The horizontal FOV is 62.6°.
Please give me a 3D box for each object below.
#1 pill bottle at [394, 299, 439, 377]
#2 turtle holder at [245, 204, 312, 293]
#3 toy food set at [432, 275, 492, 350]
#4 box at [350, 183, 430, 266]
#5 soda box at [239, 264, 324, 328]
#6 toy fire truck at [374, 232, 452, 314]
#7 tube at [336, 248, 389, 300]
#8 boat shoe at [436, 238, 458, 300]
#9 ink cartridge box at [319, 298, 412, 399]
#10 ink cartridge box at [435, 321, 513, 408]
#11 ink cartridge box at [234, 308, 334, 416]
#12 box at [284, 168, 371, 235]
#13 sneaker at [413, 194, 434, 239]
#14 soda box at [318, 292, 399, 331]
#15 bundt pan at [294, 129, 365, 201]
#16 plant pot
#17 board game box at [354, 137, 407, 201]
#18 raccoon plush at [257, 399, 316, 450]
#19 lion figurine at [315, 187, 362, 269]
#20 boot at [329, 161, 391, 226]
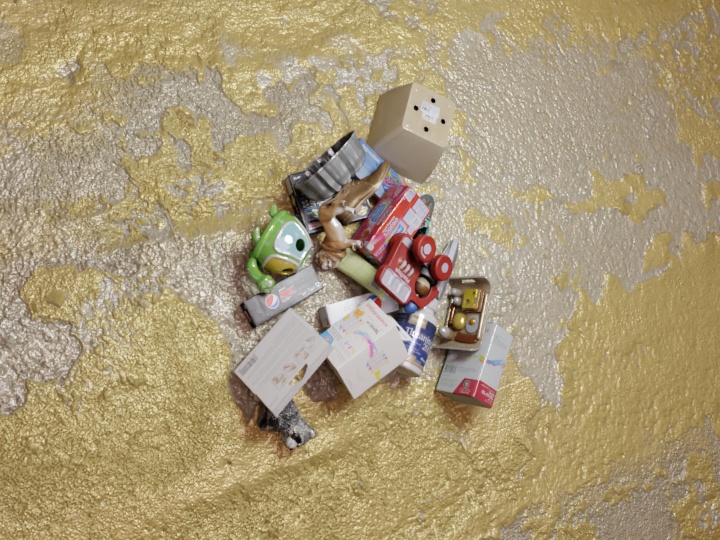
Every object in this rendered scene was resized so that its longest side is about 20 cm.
[{"bbox_3d":[0.137,0.164,1.540,0.109,0.111,0.204,26,72,-15],"label":"pill bottle"},{"bbox_3d":[-0.195,-0.051,1.413,0.130,0.142,0.186,31,38,-1],"label":"turtle holder"},{"bbox_3d":[0.266,0.113,1.577,0.060,0.142,0.204,24,73,-34],"label":"toy food set"},{"bbox_3d":[0.077,-0.115,1.542,0.100,0.095,0.201,42,79,-31],"label":"box"},{"bbox_3d":[-0.192,0.063,1.451,0.198,0.063,0.072,-30,92,-24],"label":"soda box"},{"bbox_3d":[0.129,0.011,1.470,0.200,0.111,0.170,43,70,-35],"label":"toy fire truck"},{"bbox_3d":[0.000,0.000,1.515,0.199,0.053,0.058,36,25,22],"label":"tube"},{"bbox_3d":[0.219,-0.012,1.627,0.064,0.074,0.202,16,53,17],"label":"boat shoe"},{"bbox_3d":[0.014,0.179,1.434,0.198,0.128,0.126,-36,132,-10],"label":"ink cartridge box"},{"bbox_3d":[0.303,0.245,1.568,0.082,0.145,0.203,32,71,-28],"label":"ink cartridge box"},{"bbox_3d":[-0.171,0.213,1.368,0.175,0.045,0.201,36,79,35],"label":"ink cartridge box"},{"bbox_3d":[-0.081,-0.191,1.548,0.197,0.046,0.162,-18,88,-24],"label":"box"},{"bbox_3d":[0.162,-0.121,1.607,0.077,0.091,0.203,36,69,-26],"label":"sneaker"},{"bbox_3d":[-0.004,0.099,1.518,0.196,0.068,0.065,-14,86,-24],"label":"soda box"},{"bbox_3d":[-0.065,-0.244,1.438,0.076,0.201,0.203,46,68,-17],"label":"bundt pan"},{"bbox_3d":[0.147,-0.386,1.604,0.196,0.177,0.204,20,75,-17],"label":"plant pot"},{"bbox_3d":[0.045,-0.250,1.590,0.199,0.019,0.104,40,60,-26],"label":"board game box"},{"bbox_3d":[-0.158,0.320,1.410,0.132,0.096,0.204,22,73,-25],"label":"raccoon plush"},{"bbox_3d":[-0.067,-0.101,1.465,0.072,0.120,0.205,-36,122,-58],"label":"lion figurine"},{"bbox_3d":[0.000,-0.213,1.510,0.075,0.074,0.201,42,80,-9],"label":"boot"}]
